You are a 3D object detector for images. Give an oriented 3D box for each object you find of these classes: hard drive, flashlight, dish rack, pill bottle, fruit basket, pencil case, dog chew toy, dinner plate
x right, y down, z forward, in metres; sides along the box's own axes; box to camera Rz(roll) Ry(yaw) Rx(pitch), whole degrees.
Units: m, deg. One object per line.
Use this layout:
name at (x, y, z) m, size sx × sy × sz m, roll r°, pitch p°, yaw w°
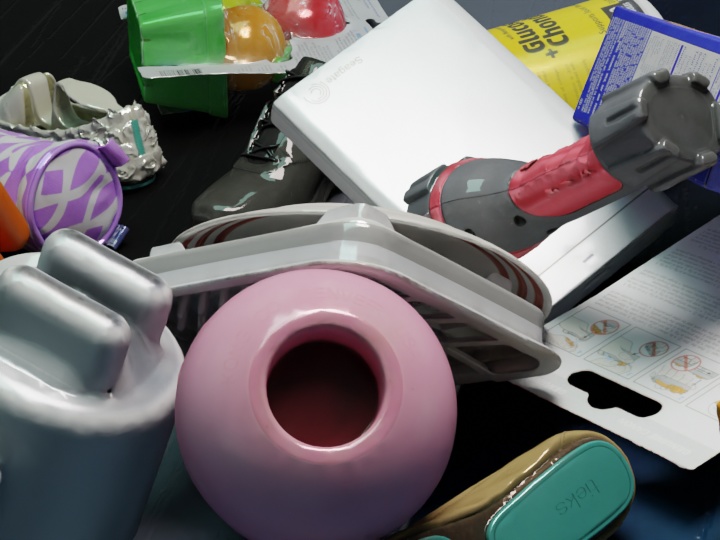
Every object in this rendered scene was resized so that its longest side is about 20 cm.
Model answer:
hard drive at (0.064, -0.061, 1.252) m, size 0.132 × 0.027 × 0.200 m, roll -37°, pitch 68°, yaw -22°
flashlight at (0.097, -0.047, 1.114) m, size 0.068 × 0.068 × 0.200 m, roll -50°, pitch 12°, yaw -32°
dish rack at (-0.017, 0.017, 1.091) m, size 0.199 × 0.171 × 0.044 m, roll -11°, pitch 65°, yaw 40°
pill bottle at (0.093, -0.094, 1.352) m, size 0.199 × 0.113 × 0.112 m, roll -17°, pitch 27°, yaw -14°
fruit basket at (-0.072, -0.168, 1.623) m, size 0.199 × 0.094 × 0.185 m, roll 0°, pitch 24°, yaw -13°
pencil case at (-0.240, -0.065, 1.451) m, size 0.199 × 0.084 × 0.086 m, roll 16°, pitch 71°, yaw 40°
dog chew toy at (-0.024, 0.075, 1.011) m, size 0.124 × 0.125 × 0.200 m, roll -16°, pitch -14°, yaw -10°
dinner plate at (0.000, 0.000, 1.135) m, size 0.199 × 0.200 × 0.024 m, roll -1°, pitch 70°, yaw 19°

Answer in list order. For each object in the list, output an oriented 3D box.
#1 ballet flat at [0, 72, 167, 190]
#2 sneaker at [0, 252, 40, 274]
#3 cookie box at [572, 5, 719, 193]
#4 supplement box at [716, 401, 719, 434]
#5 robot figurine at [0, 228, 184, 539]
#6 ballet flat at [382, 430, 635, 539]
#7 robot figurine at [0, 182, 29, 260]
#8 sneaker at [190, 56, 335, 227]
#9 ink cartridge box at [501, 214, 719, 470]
ballet flat at (-0.209, -0.107, 1.549) m, size 0.199 × 0.072 × 0.072 m, roll 15°, pitch 36°, yaw 43°
sneaker at (-0.124, 0.039, 1.240) m, size 0.199 × 0.075 × 0.100 m, roll -5°, pitch 45°, yaw 12°
cookie box at (0.231, -0.073, 1.180) m, size 0.170 × 0.076 × 0.200 m, roll 16°, pitch 9°, yaw -18°
supplement box at (0.257, 0.103, 0.938) m, size 0.125 × 0.074 × 0.200 m, roll -20°, pitch 28°, yaw -17°
robot figurine at (-0.149, 0.081, 1.021) m, size 0.113 × 0.201 × 0.170 m, roll 30°, pitch 32°, yaw 13°
ballet flat at (0.043, 0.137, 0.987) m, size 0.199 × 0.069 × 0.063 m, roll -27°, pitch 2°, yaw -34°
robot figurine at (-0.306, -0.014, 1.343) m, size 0.199 × 0.145 × 0.117 m, roll -2°, pitch 5°, yaw 16°
sneaker at (-0.040, -0.084, 1.411) m, size 0.076 × 0.091 × 0.200 m, roll 13°, pitch 36°, yaw 36°
ink cartridge box at (0.188, 0.042, 1.129) m, size 0.200 × 0.057 × 0.162 m, roll -34°, pitch 34°, yaw -24°
